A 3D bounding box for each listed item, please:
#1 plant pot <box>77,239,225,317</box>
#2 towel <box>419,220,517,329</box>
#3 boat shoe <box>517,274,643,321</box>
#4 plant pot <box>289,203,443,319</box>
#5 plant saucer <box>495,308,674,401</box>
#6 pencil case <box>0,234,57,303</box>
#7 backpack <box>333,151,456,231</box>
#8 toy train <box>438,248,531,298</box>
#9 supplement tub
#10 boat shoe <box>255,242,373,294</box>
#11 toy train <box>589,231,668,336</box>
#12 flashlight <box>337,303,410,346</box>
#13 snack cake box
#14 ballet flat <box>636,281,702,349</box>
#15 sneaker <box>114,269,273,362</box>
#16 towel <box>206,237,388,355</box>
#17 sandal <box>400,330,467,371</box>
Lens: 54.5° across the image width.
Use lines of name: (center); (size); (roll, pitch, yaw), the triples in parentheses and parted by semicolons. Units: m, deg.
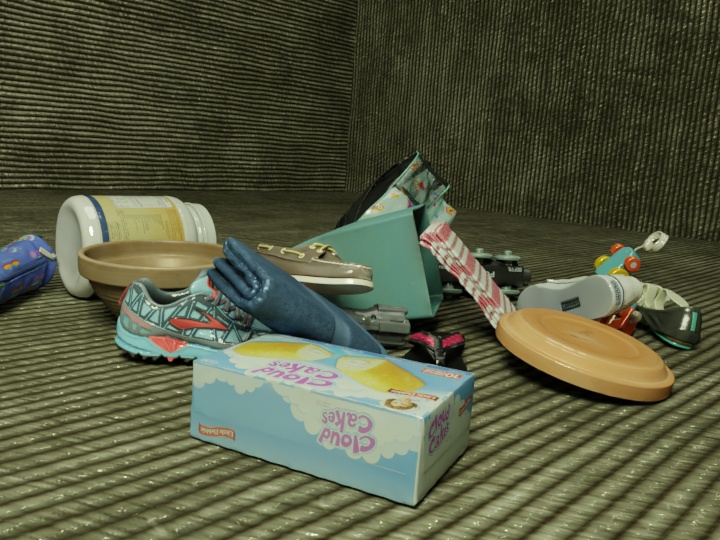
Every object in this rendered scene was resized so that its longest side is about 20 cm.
plant pot: (-0.250, 0.020, 0.881); (0.200, 0.093, 0.201); (4, 10, -1)
towel: (0.155, 0.018, 0.939); (0.030, 0.200, 0.146); (-39, 0, 15)
boat shoe: (0.299, 0.038, 0.942); (0.086, 0.075, 0.202); (-7, -11, -24)
plant pot: (0.000, 0.000, 0.975); (0.199, 0.142, 0.141); (-11, 6, 14)
plant saucer: (0.254, 0.086, 0.794); (0.200, 0.032, 0.200); (15, 14, -4)
pencil case: (-0.473, 0.004, 0.922); (0.087, 0.078, 0.200); (-18, 10, 4)
backpack: (0.050, -0.075, 1.180); (0.200, 0.153, 0.176); (-41, 4, -33)
toy train: (0.190, 0.005, 1.213); (0.199, 0.086, 0.114); (2, 1, -14)
supplement tub: (-0.330, -0.038, 1.037); (0.200, 0.145, 0.144); (-4, 13, -41)
boat shoe: (-0.063, -0.005, 0.852); (0.200, 0.060, 0.072); (1, -16, 43)
toy train: (0.379, 0.037, 1.013); (0.200, 0.056, 0.150); (-52, 17, -25)
flashlight: (-0.045, 0.060, 0.849); (0.199, 0.068, 0.068); (6, 45, -11)
snack cake box: (-0.022, 0.108, 0.560); (0.199, 0.067, 0.115); (9, 10, 26)
ballet flat: (0.436, 0.058, 1.031); (0.068, 0.069, 0.200); (13, 8, -15)
sneaker: (-0.157, 0.049, 0.747); (0.199, 0.096, 0.079); (4, 11, -13)
towel: (-0.058, 0.047, 0.703); (0.200, 0.049, 0.112); (37, 1, -42)
sandal: (0.086, 0.085, 0.799); (0.075, 0.045, 0.200); (6, 10, 9)
